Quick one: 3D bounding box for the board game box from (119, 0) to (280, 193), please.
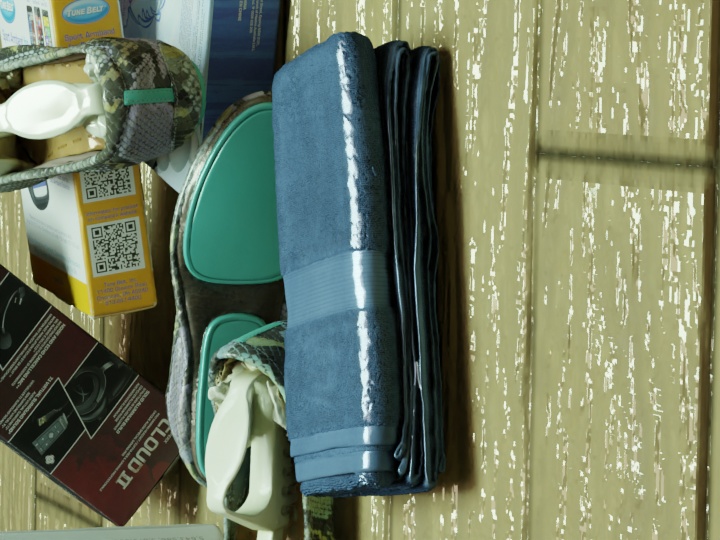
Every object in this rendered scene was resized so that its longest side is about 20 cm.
[{"bbox_3d":[-0.093,-0.156,1.450,0.199,0.043,0.201,-141,54,-61],"label":"board game box"}]

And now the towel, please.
[{"bbox_3d":[0.000,0.000,1.230,0.112,0.048,0.201,165,102,-66],"label":"towel"}]

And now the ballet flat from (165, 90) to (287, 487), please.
[{"bbox_3d":[-0.063,0.006,1.357,0.072,0.072,0.201,-145,58,-62],"label":"ballet flat"}]

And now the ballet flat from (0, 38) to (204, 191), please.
[{"bbox_3d":[-0.163,-0.077,1.354,0.200,0.072,0.072,-8,83,46],"label":"ballet flat"}]

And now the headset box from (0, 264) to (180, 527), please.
[{"bbox_3d":[-0.188,0.053,1.521,0.077,0.200,0.149,-51,24,-7],"label":"headset box"}]

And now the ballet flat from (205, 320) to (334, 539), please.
[{"bbox_3d":[-0.048,0.125,1.307,0.074,0.074,0.201,176,92,-67],"label":"ballet flat"}]

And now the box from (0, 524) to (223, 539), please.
[{"bbox_3d":[-0.164,0.249,1.429,0.131,0.199,0.199,-120,37,-50],"label":"box"}]

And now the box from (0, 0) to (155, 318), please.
[{"bbox_3d":[-0.154,-0.084,1.470,0.119,0.041,0.201,-156,59,-66],"label":"box"}]
